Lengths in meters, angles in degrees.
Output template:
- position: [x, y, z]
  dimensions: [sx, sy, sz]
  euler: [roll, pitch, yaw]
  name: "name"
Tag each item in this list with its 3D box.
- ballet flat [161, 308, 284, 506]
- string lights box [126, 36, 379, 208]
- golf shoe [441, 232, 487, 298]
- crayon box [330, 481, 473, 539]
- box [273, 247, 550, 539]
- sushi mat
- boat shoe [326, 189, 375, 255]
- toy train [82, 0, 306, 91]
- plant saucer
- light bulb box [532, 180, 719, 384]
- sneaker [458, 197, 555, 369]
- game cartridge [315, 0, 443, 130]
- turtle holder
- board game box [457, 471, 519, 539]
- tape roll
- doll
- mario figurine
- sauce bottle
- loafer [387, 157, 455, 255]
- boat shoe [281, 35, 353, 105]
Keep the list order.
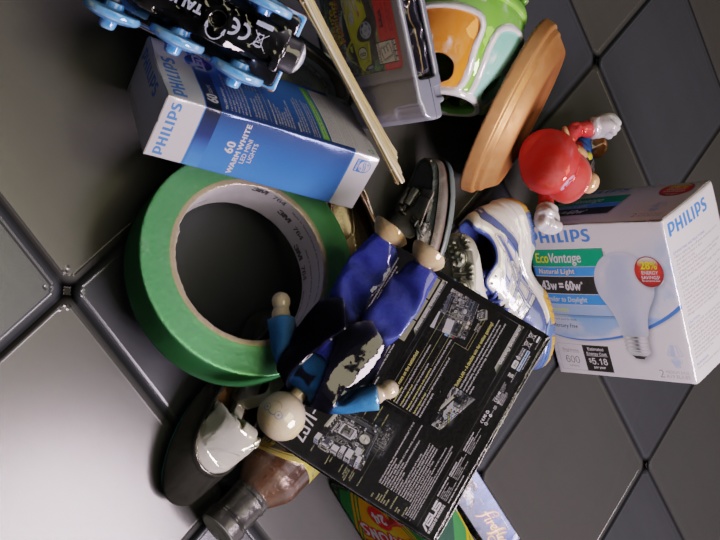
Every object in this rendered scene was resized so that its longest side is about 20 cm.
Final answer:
- position: [-0.112, 0.120, 0.884]
  dimensions: [0.068, 0.068, 0.201]
  euler: [40, 66, -34]
  name: "ballet flat"
- position: [-0.092, -0.126, 0.847]
  dimensions: [0.198, 0.103, 0.059]
  euler: [13, 123, -31]
  name: "string lights box"
- position: [0.118, 0.055, 1.084]
  dimensions: [0.097, 0.078, 0.202]
  euler: [-10, 107, -42]
  name: "golf shoe"
- position: [0.065, 0.286, 1.002]
  dimensions: [0.051, 0.126, 0.201]
  euler: [-43, 117, -30]
  name: "crayon box"
- position: [0.045, 0.108, 0.863]
  dimensions: [0.163, 0.086, 0.201]
  euler: [30, 80, 9]
  name: "box"
- position: [-0.012, -0.174, 0.882]
  dimensions: [0.012, 0.096, 0.201]
  euler: [-26, 115, 8]
  name: "sushi mat"
- position: [-0.006, 0.002, 0.953]
  dimensions: [0.074, 0.075, 0.204]
  euler: [-18, 95, -19]
  name: "boat shoe"
- position: [-0.138, -0.215, 0.789]
  dimensions: [0.199, 0.114, 0.087]
  euler: [22, 102, -18]
  name: "toy train"
- position: [0.169, -0.171, 1.059]
  dimensions: [0.037, 0.201, 0.201]
  euler: [29, 65, 10]
  name: "plant saucer"
- position: [0.327, 0.013, 1.180]
  dimensions: [0.124, 0.197, 0.202]
  euler: [-30, 109, -38]
  name: "light bulb box"
- position: [0.161, 0.022, 1.128]
  dimensions: [0.088, 0.075, 0.202]
  euler: [-16, 93, -31]
  name: "sneaker"
- position: [0.010, -0.237, 0.939]
  dimensions: [0.041, 0.133, 0.202]
  euler: [-19, 102, -31]
  name: "game cartridge"
- position: [0.098, -0.231, 1.031]
  dimensions: [0.139, 0.186, 0.133]
  euler: [9, 83, -7]
  name: "turtle holder"
- position: [0.077, 0.188, 1.005]
  dimensions: [0.034, 0.135, 0.201]
  euler: [-36, 117, -9]
  name: "board game box"
- position: [-0.104, -0.002, 0.859]
  dimensions: [0.199, 0.048, 0.203]
  euler: [10, 69, -28]
  name: "tape roll"
- position: [-0.018, 0.053, 0.810]
  dimensions: [0.201, 0.136, 0.049]
  euler: [-55, 162, -11]
  name: "doll"
- position: [0.250, -0.111, 1.128]
  dimensions: [0.200, 0.105, 0.125]
  euler: [-24, 105, -66]
  name: "mario figurine"
- position: [-0.066, 0.175, 0.927]
  dimensions: [0.200, 0.064, 0.065]
  euler: [-45, 118, -33]
  name: "sauce bottle"
- position: [0.049, -0.024, 1.024]
  dimensions: [0.062, 0.072, 0.202]
  euler: [13, 86, -28]
  name: "loafer"
- position: [-0.087, -0.203, 0.903]
  dimensions: [0.199, 0.060, 0.076]
  euler: [22, 76, -39]
  name: "boat shoe"
